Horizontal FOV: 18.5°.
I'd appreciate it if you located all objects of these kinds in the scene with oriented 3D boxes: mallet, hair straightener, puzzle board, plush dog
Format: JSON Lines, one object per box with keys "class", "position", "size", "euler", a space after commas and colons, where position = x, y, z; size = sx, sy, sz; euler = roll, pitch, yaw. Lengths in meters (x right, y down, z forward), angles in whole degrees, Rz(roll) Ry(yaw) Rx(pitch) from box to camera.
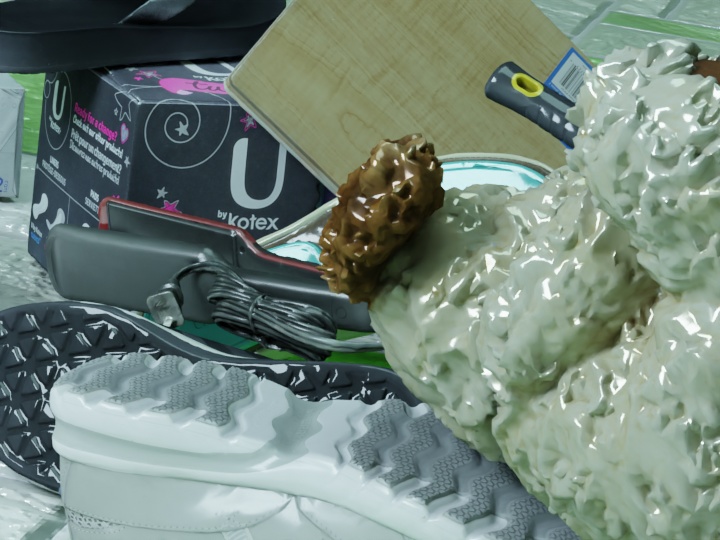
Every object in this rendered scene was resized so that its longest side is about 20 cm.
{"class": "mallet", "position": [0.141, -0.032, 0.883], "size": [0.066, 0.041, 0.200], "euler": [-38, 66, -25]}
{"class": "hair straightener", "position": [-0.050, 0.017, 0.878], "size": [0.199, 0.041, 0.077], "euler": [19, 30, 30]}
{"class": "puzzle board", "position": [0.049, -0.066, 1.026], "size": [0.151, 0.200, 0.017], "euler": [-53, 12, -30]}
{"class": "plush dog", "position": [0.077, 0.028, 0.646], "size": [0.200, 0.161, 0.172], "euler": [30, -2, -40]}

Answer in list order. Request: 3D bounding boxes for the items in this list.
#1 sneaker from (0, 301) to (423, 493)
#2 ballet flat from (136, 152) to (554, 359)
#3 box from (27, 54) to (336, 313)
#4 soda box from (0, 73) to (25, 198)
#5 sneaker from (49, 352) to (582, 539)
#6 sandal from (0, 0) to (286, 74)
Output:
{"class": "sneaker", "position": [-0.053, 0.063, 0.836], "size": [0.199, 0.072, 0.083], "euler": [12, -9, 13]}
{"class": "ballet flat", "position": [0.000, 0.000, 0.951], "size": [0.199, 0.070, 0.069], "euler": [-16, 12, 12]}
{"class": "box", "position": [-0.044, -0.043, 1.071], "size": [0.199, 0.115, 0.132], "euler": [-1, 18, -27]}
{"class": "soda box", "position": [-0.249, -0.097, 1.251], "size": [0.068, 0.064, 0.200], "euler": [0, 18, -24]}
{"class": "sneaker", "position": [-0.007, 0.086, 0.705], "size": [0.199, 0.082, 0.075], "euler": [15, 22, 23]}
{"class": "sandal", "position": [-0.104, -0.125, 1.041], "size": [0.076, 0.043, 0.200], "euler": [19, 21, 33]}
